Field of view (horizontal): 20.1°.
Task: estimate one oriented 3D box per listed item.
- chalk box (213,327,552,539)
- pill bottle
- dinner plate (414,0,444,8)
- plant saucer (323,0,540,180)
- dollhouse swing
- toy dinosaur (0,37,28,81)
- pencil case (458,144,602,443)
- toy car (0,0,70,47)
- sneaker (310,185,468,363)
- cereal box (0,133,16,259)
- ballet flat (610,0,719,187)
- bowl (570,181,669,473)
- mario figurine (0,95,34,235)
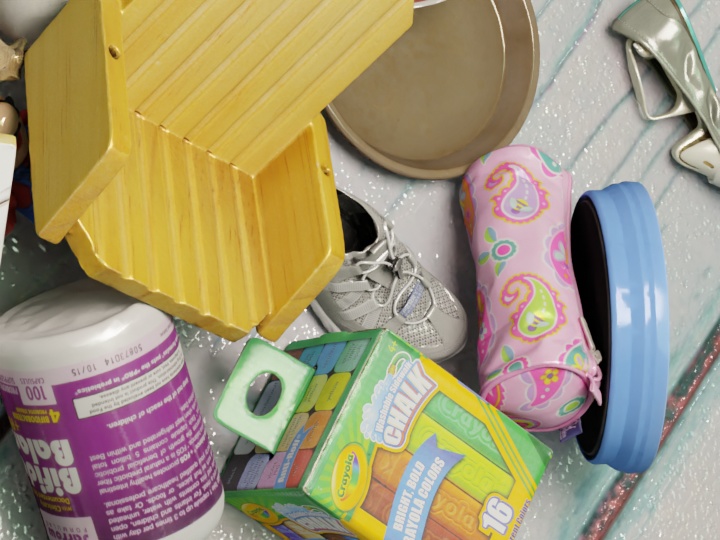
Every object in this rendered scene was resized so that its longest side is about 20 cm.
[{"bbox_3d":[-0.001,0.119,1.316,0.200,0.124,0.125,36,67,-24],"label":"chalk box"},{"bbox_3d":[-0.146,0.113,1.225,0.112,0.112,0.201,-26,111,-31],"label":"pill bottle"},{"bbox_3d":[0.008,-0.262,1.395,0.199,0.024,0.201,4,66,-9],"label":"dinner plate"},{"bbox_3d":[0.039,-0.162,1.431,0.199,0.029,0.201,4,83,-31],"label":"plant saucer"},{"bbox_3d":[-0.061,-0.090,1.183,0.200,0.175,0.182,29,42,-45],"label":"dollhouse swing"},{"bbox_3d":[-0.259,-0.136,1.119,0.199,0.058,0.102,-7,107,-37],"label":"toy dinosaur"},{"bbox_3d":[0.115,0.013,1.382,0.087,0.087,0.201,20,47,-28],"label":"pencil case"},{"bbox_3d":[-0.135,-0.222,1.242,0.199,0.150,0.176,16,59,-29],"label":"toy car"},{"bbox_3d":[0.000,0.000,1.355,0.200,0.082,0.075,35,67,-24],"label":"sneaker"},{"bbox_3d":[-0.278,0.012,1.146,0.143,0.040,0.201,7,102,-11],"label":"cereal box"},{"bbox_3d":[0.253,-0.117,1.549,0.064,0.067,0.200,-32,102,-3],"label":"ballet flat"},{"bbox_3d":[0.172,0.039,1.400,0.039,0.201,0.202,-1,84,-4],"label":"bowl"},{"bbox_3d":[-0.192,-0.064,1.224,0.200,0.124,0.106,25,114,-34],"label":"mario figurine"}]
